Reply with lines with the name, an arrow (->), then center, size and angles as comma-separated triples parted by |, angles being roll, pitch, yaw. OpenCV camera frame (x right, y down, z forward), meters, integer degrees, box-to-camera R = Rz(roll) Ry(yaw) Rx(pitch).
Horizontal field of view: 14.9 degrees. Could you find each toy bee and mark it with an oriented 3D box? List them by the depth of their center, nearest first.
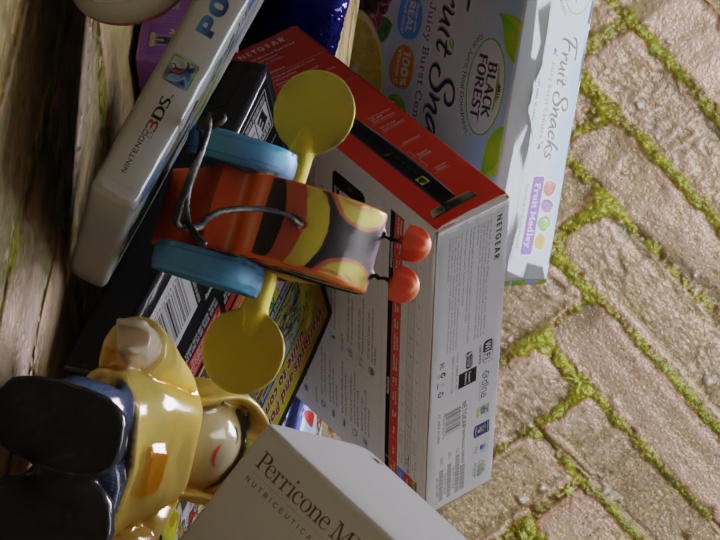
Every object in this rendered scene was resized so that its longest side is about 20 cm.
toy bee -> -0.031, -0.008, 1.131 | 0.200, 0.108, 0.132 | -92, -159, -72

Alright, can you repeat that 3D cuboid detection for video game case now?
video game case -> -0.067, -0.090, 1.153 | 0.183, 0.022, 0.200 | -62, -176, -12
video game case -> -0.073, 0.033, 1.321 | 0.181, 0.025, 0.201 | 76, 30, -46

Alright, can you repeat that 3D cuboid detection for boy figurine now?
boy figurine -> -0.094, 0.082, 1.143 | 0.200, 0.064, 0.125 | 6, 93, -73

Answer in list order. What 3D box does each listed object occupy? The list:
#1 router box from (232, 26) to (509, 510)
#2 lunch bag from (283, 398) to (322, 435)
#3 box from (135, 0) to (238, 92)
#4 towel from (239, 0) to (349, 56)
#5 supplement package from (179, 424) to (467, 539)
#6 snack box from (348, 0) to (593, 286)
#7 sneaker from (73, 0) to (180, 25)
router box -> 0.000, 0.000, 1.451 | 0.179, 0.049, 0.201 | 41, -35, 36
lunch bag -> -0.073, 0.179, 2.023 | 0.161, 0.075, 0.201 | -79, 173, -45
box -> -0.084, -0.163, 1.464 | 0.137, 0.039, 0.201 | 92, 5, -64
towel -> -0.040, -0.194, 1.582 | 0.148, 0.049, 0.201 | -107, -154, -46
supplement package -> -0.037, 0.182, 1.169 | 0.200, 0.117, 0.117 | -53, 155, 7
snack box -> 0.054, -0.105, 1.455 | 0.142, 0.053, 0.201 | 23, -71, 49
sneaker -> -0.076, -0.158, 1.153 | 0.105, 0.075, 0.201 | 72, 17, -50
